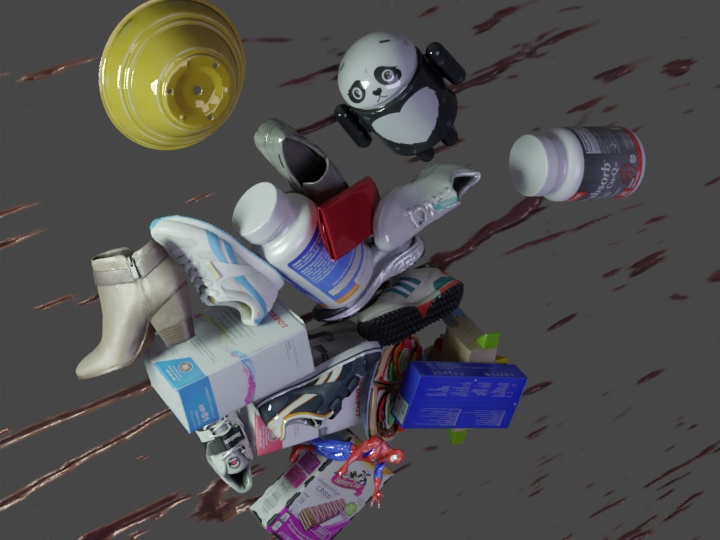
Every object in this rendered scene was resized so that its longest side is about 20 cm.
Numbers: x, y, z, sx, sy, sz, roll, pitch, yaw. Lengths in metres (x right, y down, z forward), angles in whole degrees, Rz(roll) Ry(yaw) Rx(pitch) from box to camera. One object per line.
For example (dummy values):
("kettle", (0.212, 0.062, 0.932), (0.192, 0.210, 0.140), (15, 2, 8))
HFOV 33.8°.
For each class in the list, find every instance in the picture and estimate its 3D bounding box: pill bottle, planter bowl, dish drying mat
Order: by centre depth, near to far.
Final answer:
("planter bowl", (-0.216, -0.234, 1.474), (0.199, 0.083, 0.202), (-15, 120, -27))
("dish drying mat", (-0.012, -0.075, 1.641), (0.200, 0.018, 0.077), (-39, 117, -63))
("pill bottle", (-0.081, -0.038, 1.643), (0.112, 0.112, 0.200), (-52, 130, 0))
("pill bottle", (0.337, -0.166, 1.852), (0.199, 0.116, 0.117), (-5, 116, -31))

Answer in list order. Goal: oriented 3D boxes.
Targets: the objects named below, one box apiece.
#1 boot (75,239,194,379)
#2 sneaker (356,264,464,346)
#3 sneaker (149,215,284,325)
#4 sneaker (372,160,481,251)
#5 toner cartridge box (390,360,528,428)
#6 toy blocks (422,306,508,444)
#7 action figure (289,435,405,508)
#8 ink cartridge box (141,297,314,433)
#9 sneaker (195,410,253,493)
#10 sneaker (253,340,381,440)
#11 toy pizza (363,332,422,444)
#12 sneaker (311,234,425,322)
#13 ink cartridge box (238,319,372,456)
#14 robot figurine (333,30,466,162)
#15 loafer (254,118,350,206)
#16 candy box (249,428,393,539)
("boot", (-0.314, 0.047, 1.558), (0.199, 0.070, 0.147), (-22, 106, 10))
("sneaker", (0.059, 0.045, 1.787), (0.199, 0.093, 0.071), (-23, 136, -32))
("sneaker", (-0.196, -0.003, 1.575), (0.199, 0.076, 0.081), (34, 66, -20))
("sneaker", (0.098, -0.098, 1.709), (0.200, 0.088, 0.076), (-45, 126, -33))
("toner cartridge box", (0.150, 0.189, 1.788), (0.199, 0.043, 0.095), (5, 117, -31))
("toy blocks", (0.150, 0.152, 1.883), (0.099, 0.137, 0.201), (-7, 122, -25))
("action figure", (-0.029, 0.294, 1.775), (0.065, 0.199, 0.099), (57, 39, -47))
("ink cartridge box", (-0.183, 0.118, 1.632), (0.199, 0.144, 0.085), (-26, 125, -20))
("sneaker", (-0.192, 0.243, 1.709), (0.074, 0.089, 0.201), (-30, 134, -14))
("sneaker", (-0.048, 0.172, 1.672), (0.199, 0.080, 0.078), (-26, 167, -14))
("toy pizza", (0.058, 0.179, 1.830), (0.200, 0.032, 0.202), (13, 90, -68))
("sneaker", (0.000, 0.000, 1.751), (0.200, 0.074, 0.079), (-42, 112, -11))
("ink cartridge box", (-0.081, 0.172, 1.767), (0.199, 0.085, 0.147), (-13, 120, -26))
("robot figurine", (0.056, -0.236, 1.624), (0.200, 0.124, 0.151), (43, 74, -40))
("loafer", (-0.068, -0.132, 1.630), (0.070, 0.070, 0.200), (-53, 131, -3))
("candy box", (-0.059, 0.351, 1.884), (0.200, 0.061, 0.136), (-47, 132, -6))
